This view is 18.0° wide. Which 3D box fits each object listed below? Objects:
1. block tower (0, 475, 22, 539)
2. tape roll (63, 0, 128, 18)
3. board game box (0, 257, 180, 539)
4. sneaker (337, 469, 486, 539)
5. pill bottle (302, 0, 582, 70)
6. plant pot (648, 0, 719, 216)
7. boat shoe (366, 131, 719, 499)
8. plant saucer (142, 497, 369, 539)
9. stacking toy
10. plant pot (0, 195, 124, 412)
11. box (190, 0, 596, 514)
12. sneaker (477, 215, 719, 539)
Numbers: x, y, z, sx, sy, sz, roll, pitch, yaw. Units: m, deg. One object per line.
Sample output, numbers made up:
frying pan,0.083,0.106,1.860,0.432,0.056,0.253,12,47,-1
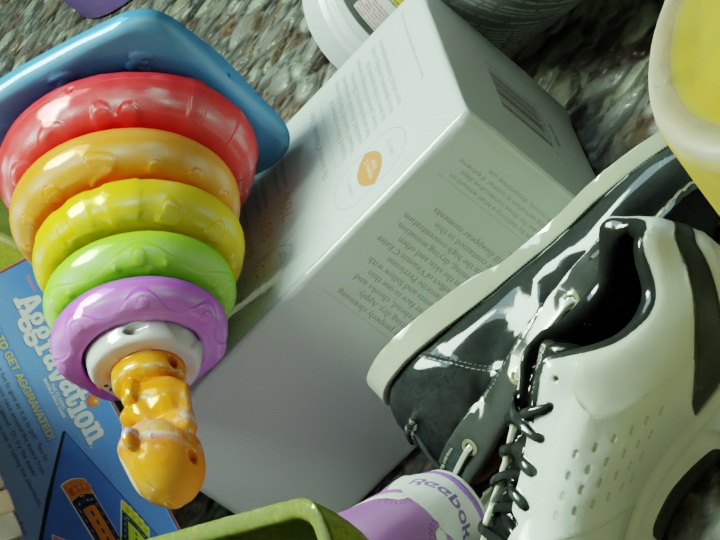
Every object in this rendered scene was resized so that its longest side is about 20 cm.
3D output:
block tower,-0.157,0.127,0.890,0.054,0.201,0.058,-19,-10,-26
tape roll,-0.173,-0.287,1.640,0.200,0.085,0.200,-39,30,28
board game box,-0.133,0.104,0.938,0.103,0.201,0.019,-27,-7,-7
sneaker,-0.012,0.152,0.855,0.114,0.073,0.201,-31,-18,-48
pill bottle,0.050,-0.155,1.026,0.116,0.116,0.200,-65,13,-23
plant pot,0.183,-0.029,0.585,0.201,0.189,0.201,-39,30,27
boat shoe,0.097,0.008,0.853,0.200,0.072,0.068,-40,64,13
plant saucer,-0.029,0.181,0.752,0.199,0.048,0.201,-20,84,49
stacking toy,-0.086,0.010,0.896,0.109,0.116,0.201,-27,51,20
plant pot,-0.188,0.047,1.054,0.201,0.200,0.193,-56,7,-5
box,0.000,0.000,0.968,0.200,0.097,0.125,-44,27,17
sneaker,0.070,0.069,0.785,0.201,0.080,0.074,-59,27,-7
